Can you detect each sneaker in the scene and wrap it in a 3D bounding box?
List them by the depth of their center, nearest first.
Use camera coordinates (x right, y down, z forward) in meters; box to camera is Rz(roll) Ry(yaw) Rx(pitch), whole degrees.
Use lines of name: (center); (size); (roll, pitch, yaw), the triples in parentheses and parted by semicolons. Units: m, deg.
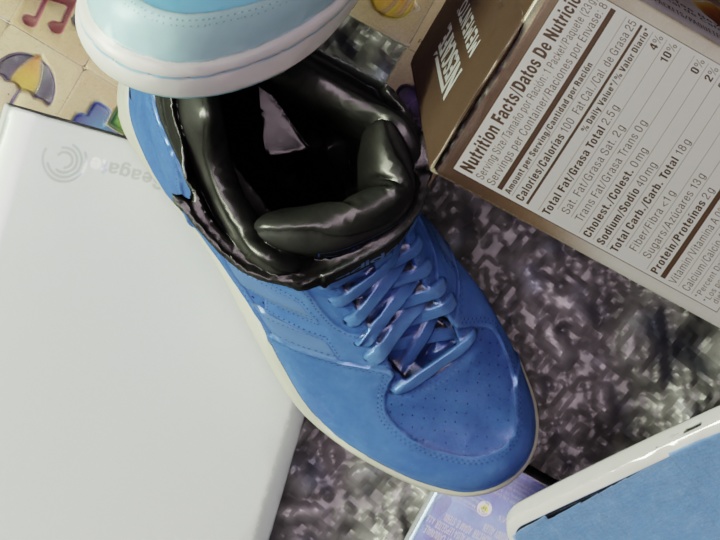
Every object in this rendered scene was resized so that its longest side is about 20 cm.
sneaker: (-0.011, -0.147, 0.678); (0.080, 0.131, 0.200); (34, 56, 16)
sneaker: (-0.001, 0.001, 0.748); (0.077, 0.111, 0.200); (-38, 101, -9)

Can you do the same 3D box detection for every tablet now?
tablet: (0.155, 0.128, 0.757); (0.130, 0.014, 0.200); (-30, 110, 34)

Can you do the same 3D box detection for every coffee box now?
coffee box: (0.122, -0.036, 0.730); (0.200, 0.114, 0.080); (28, 108, -12)

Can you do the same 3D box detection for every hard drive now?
hard drive: (-0.089, 0.055, 0.808); (0.132, 0.026, 0.200); (15, 94, -14)

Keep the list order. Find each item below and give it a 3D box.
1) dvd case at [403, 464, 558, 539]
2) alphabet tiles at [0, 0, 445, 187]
dvd case: (0.052, 0.179, 0.823); (0.143, 0.018, 0.200); (29, 93, 5)
alphabet tiles: (-0.065, -0.072, 0.838); (0.200, 0.008, 0.167); (31, 95, 5)
